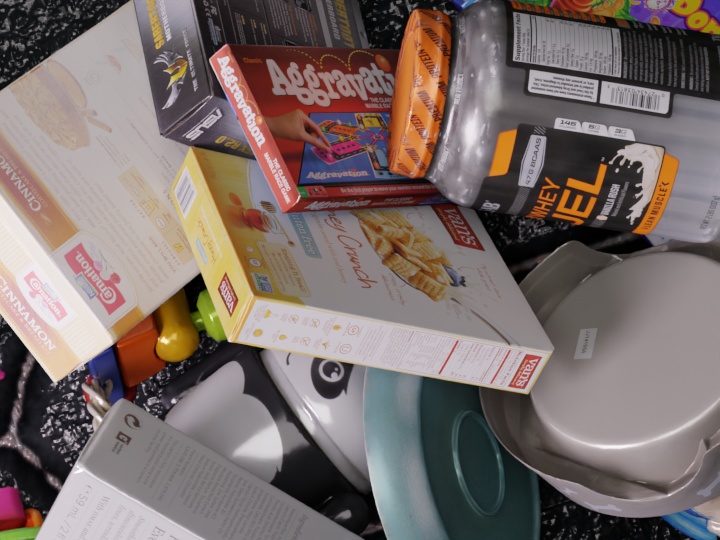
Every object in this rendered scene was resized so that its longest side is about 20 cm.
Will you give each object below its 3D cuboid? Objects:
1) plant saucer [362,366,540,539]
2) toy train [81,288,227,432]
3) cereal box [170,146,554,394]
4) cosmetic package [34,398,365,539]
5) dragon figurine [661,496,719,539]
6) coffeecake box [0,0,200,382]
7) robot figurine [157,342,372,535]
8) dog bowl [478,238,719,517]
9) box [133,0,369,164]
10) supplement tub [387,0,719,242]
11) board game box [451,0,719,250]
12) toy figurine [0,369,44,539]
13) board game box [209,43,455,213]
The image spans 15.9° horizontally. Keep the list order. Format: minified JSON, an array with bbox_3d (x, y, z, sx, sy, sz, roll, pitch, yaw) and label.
[{"bbox_3d":[0.061,0.116,1.523,0.027,0.200,0.201,-16,82,25],"label":"plant saucer"},{"bbox_3d":[-0.120,0.041,1.581,0.115,0.085,0.200,-17,47,-6],"label":"toy train"},{"bbox_3d":[0.000,0.000,1.483,0.199,0.144,0.040,10,123,-29],"label":"cereal box"},{"bbox_3d":[-0.082,0.171,1.469,0.200,0.074,0.102,31,128,-1],"label":"cosmetic package"},{"bbox_3d":[0.213,0.135,1.569,0.200,0.099,0.059,35,88,-9],"label":"dragon figurine"},{"bbox_3d":[-0.149,-0.055,1.521,0.154,0.200,0.073,53,137,-4],"label":"coffeecake box"},{"bbox_3d":[-0.064,0.118,1.576,0.200,0.125,0.150,-37,86,3],"label":"robot figurine"},{"bbox_3d":[0.172,0.058,1.518,0.199,0.059,0.201,-17,45,18],"label":"dog bowl"},{"bbox_3d":[-0.065,-0.152,1.560,0.048,0.158,0.201,-34,55,33],"label":"box"},{"bbox_3d":[0.121,-0.089,1.486,0.199,0.123,0.123,8,85,-6],"label":"supplement tub"},{"bbox_3d":[0.168,-0.132,1.571,0.134,0.045,0.200,-40,106,2],"label":"board game box"},{"bbox_3d":[-0.257,0.134,1.608,0.150,0.200,0.185,-6,59,-26],"label":"toy figurine"},{"bbox_3d":[0.000,-0.085,1.520,0.019,0.200,0.103,-38,71,32],"label":"board game box"}]
